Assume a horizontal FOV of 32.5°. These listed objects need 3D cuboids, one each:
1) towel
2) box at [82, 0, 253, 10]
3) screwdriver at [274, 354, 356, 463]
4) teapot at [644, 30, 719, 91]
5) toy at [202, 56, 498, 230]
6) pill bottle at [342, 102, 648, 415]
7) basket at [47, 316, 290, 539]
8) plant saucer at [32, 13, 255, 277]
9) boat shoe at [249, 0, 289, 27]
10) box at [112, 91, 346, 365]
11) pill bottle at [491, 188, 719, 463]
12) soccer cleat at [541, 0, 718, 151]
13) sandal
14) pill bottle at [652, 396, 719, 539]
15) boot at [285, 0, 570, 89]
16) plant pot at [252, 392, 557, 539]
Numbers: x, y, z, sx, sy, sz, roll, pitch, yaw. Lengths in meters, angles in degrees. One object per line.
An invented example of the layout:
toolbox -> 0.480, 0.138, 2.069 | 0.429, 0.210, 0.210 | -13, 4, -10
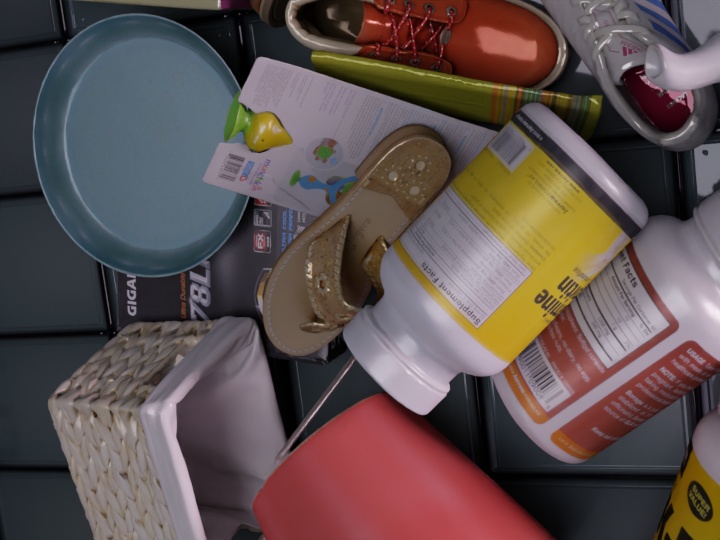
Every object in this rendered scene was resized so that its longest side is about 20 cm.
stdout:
towel -> 0.067, -0.124, 0.852 | 0.198, 0.086, 0.018 | 11, 83, 6
box -> -0.167, -0.292, 0.930 | 0.198, 0.097, 0.178 | 8, 104, 20
screwdriver -> -0.006, 0.061, 0.911 | 0.029, 0.028, 0.200 | 29, 69, 34
teapot -> 0.288, -0.061, 0.724 | 0.146, 0.198, 0.199 | -45, 49, -14
toy -> -0.003, -0.090, 0.886 | 0.198, 0.048, 0.116 | 13, 132, -23
pill bottle -> 0.084, -0.003, 0.812 | 0.112, 0.112, 0.200 | 45, 100, 8
basket -> -0.142, 0.148, 0.972 | 0.122, 0.136, 0.202 | 4, 120, 28
plant saucer -> -0.165, -0.096, 0.958 | 0.198, 0.027, 0.203 | 4, 101, 21
boat shoe -> -0.037, -0.279, 0.898 | 0.068, 0.072, 0.201 | 32, 102, 17
box -> -0.103, -0.038, 0.985 | 0.196, 0.050, 0.203 | 8, 104, 20
pill bottle -> 0.193, 0.036, 0.841 | 0.200, 0.112, 0.113 | -39, 85, 24
soccer cleat -> 0.170, -0.167, 0.821 | 0.070, 0.086, 0.201 | -39, 85, 24
sandal -> -0.005, -0.002, 0.870 | 0.077, 0.070, 0.212 | 24, 117, -24
pill bottle -> 0.263, 0.162, 0.821 | 0.113, 0.114, 0.202 | 21, 118, 17
boot -> 0.044, -0.163, 0.865 | 0.198, 0.107, 0.076 | 13, 104, 18
plant pot -> 0.026, 0.201, 0.913 | 0.201, 0.200, 0.178 | -47, 71, 24
